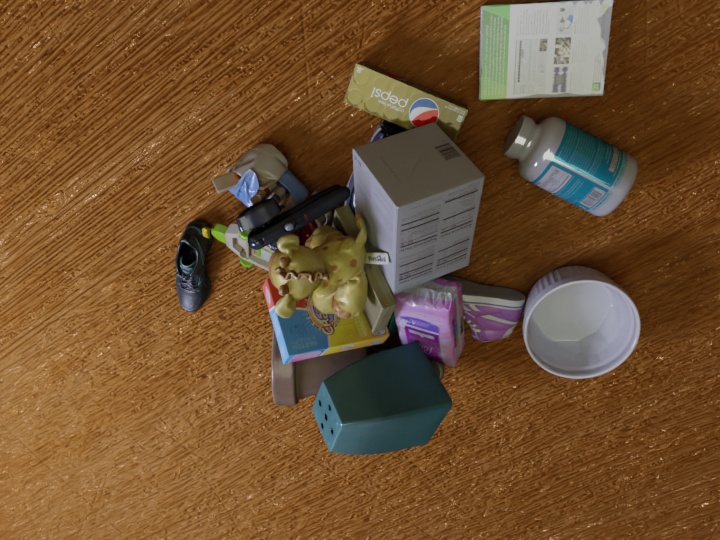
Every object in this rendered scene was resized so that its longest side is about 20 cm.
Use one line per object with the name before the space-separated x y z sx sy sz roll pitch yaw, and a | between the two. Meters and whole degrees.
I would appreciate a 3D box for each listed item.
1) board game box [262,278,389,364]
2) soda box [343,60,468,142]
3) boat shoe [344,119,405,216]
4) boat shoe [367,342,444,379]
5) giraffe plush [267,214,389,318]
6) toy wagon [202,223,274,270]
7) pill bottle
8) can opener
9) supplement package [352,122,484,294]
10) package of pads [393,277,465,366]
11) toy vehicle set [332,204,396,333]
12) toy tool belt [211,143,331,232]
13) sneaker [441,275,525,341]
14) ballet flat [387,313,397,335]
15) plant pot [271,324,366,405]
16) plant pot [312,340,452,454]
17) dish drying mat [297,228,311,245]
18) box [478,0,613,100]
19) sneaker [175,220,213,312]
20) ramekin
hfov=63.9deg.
board game box | -0.063 0.076 1.057 0.199 0.154 0.040 -9 155 -26
soda box | 0.076 -0.280 0.970 0.199 0.064 0.068 22 115 -1
boat shoe | 0.018 -0.165 1.014 0.074 0.093 0.201 20 115 -1
boat shoe | 0.079 0.189 1.179 0.199 0.062 0.075 2 101 24
giraffe plush | -0.076 0.003 0.929 0.200 0.162 0.174 -24 78 53
toy wagon | -0.199 -0.044 1.083 0.199 0.040 0.155 26 158 -1
pill bottle | 0.339 -0.179 0.950 0.199 0.111 0.111 26 115 -4
can opener | -0.104 -0.093 0.966 0.199 0.063 0.079 -25 124 -16
supplement package | 0.087 -0.099 0.937 0.150 0.152 0.201 -21 142 -15
package of pads | 0.125 0.087 1.061 0.120 0.076 0.200 17 147 24
toy vehicle set | 0.000 0.000 1.023 0.026 0.124 0.201 -20 70 -16
toy tool belt | -0.161 -0.119 1.037 0.200 0.123 0.125 46 146 -11
sneaker | 0.204 0.082 1.109 0.199 0.073 0.115 13 118 2
ballet flat | 0.068 0.035 1.112 0.064 0.075 0.201 35 113 29
plant pot | -0.076 0.161 1.126 0.173 0.200 0.201 1 114 -2
plant pot | 0.027 0.237 1.025 0.199 0.142 0.142 -7 138 -29
dish drying mat | -0.070 0.013 1.146 0.077 0.018 0.200 -36 104 22
box | 0.290 -0.352 0.924 0.199 0.036 0.145 0 114 7
sneaker | -0.343 0.001 1.149 0.075 0.079 0.201 12 116 3
ramekin | 0.396 0.086 1.062 0.199 0.105 0.201 3 115 7
